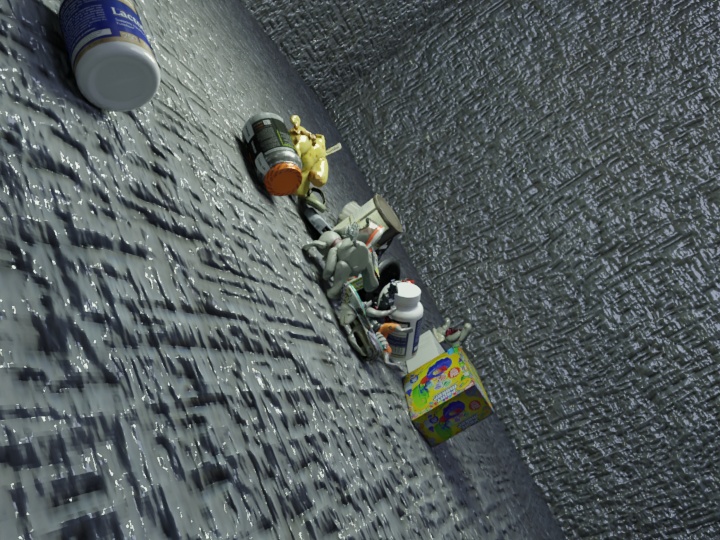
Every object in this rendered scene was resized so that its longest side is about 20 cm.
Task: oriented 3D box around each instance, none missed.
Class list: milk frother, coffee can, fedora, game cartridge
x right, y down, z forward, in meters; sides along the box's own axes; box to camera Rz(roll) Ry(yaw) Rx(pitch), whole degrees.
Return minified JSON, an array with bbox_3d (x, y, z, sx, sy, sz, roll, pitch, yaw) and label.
[{"bbox_3d":[0.009,-0.111,1.940,0.187,0.202,0.180,36,10,24],"label":"milk frother"},{"bbox_3d":[0.018,-0.132,1.759,0.147,0.199,0.147,48,20,-23],"label":"coffee can"},{"bbox_3d":[0.047,0.032,1.716,0.091,0.203,0.200,25,-6,27],"label":"fedora"},{"bbox_3d":[-0.087,-0.102,1.592,0.200,0.040,0.133,48,-3,-28],"label":"game cartridge"}]

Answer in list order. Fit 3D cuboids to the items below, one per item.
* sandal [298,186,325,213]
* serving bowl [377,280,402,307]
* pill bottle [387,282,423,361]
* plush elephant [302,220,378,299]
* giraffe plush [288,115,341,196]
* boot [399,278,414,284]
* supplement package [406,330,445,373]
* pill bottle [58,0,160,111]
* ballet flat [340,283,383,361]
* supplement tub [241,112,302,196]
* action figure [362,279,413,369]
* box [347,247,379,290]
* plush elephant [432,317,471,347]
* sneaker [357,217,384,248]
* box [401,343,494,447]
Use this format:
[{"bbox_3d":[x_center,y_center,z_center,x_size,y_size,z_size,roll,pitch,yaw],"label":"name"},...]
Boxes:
[{"bbox_3d":[-0.133,-0.217,1.598,0.079,0.058,0.201,25,7,-21],"label":"sandal"},{"bbox_3d":[0.095,0.136,1.673,0.200,0.065,0.204,-4,90,-68],"label":"serving bowl"},{"bbox_3d":[0.118,0.142,1.500,0.112,0.109,0.203,-101,-165,-62],"label":"pill bottle"},{"bbox_3d":[-0.059,-0.038,1.392,0.154,0.163,0.204,19,-61,46],"label":"plush elephant"},{"bbox_3d":[-0.169,-0.332,1.500,0.173,0.199,0.162,54,11,27],"label":"giraffe plush"},{"bbox_3d":[0.107,0.041,1.893,0.201,0.143,0.073,52,14,-23],"label":"boot"},{"bbox_3d":[0.225,0.314,1.750,0.118,0.116,0.201,54,12,-21],"label":"supplement package"},{"bbox_3d":[-0.381,-0.348,0.797,0.202,0.115,0.116,63,12,23],"label":"pill bottle"},{"bbox_3d":[-0.011,0.132,1.297,0.203,0.071,0.072,64,10,-5],"label":"ballet flat"},{"bbox_3d":[-0.222,-0.294,1.360,0.122,0.122,0.202,41,20,-57],"label":"supplement tub"},{"bbox_3d":[0.052,0.130,1.400,0.103,0.203,0.193,-7,30,-35],"label":"action figure"},{"bbox_3d":[0.000,0.000,1.595,0.035,0.109,0.200,60,9,-18],"label":"box"},{"bbox_3d":[0.444,0.315,2.654,0.154,0.201,0.165,37,3,16],"label":"plush elephant"},{"bbox_3d":[-0.020,-0.069,1.533,0.082,0.200,0.077,42,-11,4],"label":"sneaker"},{"bbox_3d":[0.241,0.349,1.501,0.123,0.198,0.193,53,11,-23],"label":"box"}]
